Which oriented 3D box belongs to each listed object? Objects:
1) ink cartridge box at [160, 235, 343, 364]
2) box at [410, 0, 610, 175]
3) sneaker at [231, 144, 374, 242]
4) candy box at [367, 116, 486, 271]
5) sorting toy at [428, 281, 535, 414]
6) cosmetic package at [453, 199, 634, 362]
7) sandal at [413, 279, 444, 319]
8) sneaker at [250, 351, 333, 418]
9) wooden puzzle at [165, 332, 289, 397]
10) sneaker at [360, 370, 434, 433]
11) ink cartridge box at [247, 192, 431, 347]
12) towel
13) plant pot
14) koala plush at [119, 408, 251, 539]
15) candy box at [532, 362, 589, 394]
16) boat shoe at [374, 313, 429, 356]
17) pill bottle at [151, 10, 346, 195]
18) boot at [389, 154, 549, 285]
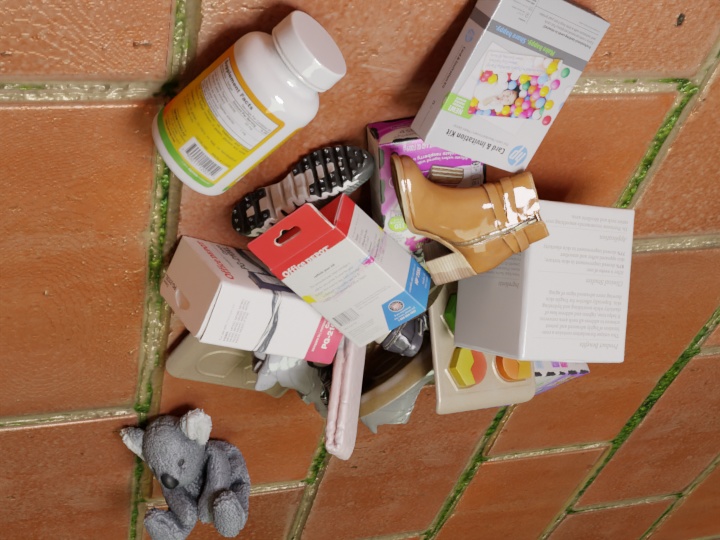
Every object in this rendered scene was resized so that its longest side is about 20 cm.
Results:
[{"bbox_3d":[-0.134,0.038,1.358,0.199,0.145,0.085,14,107,-36],"label":"ink cartridge box"},{"bbox_3d":[0.166,-0.217,1.186,0.155,0.041,0.201,13,117,-35],"label":"box"},{"bbox_3d":[-0.057,-0.088,1.303,0.199,0.067,0.090,-27,148,24],"label":"sneaker"},{"bbox_3d":[0.083,-0.088,1.308,0.135,0.061,0.201,-10,125,-9],"label":"candy box"},{"bbox_3d":[0.178,0.097,1.514,0.184,0.202,0.036,-3,180,-34],"label":"sorting toy"},{"bbox_3d":[0.238,0.012,1.395,0.166,0.202,0.166,5,-179,-27],"label":"cosmetic package"},{"bbox_3d":[0.085,-0.003,1.425,0.200,0.054,0.081,-46,146,-38],"label":"sandal"},{"bbox_3d":[-0.094,0.147,1.525,0.114,0.075,0.201,-10,137,-1],"label":"sneaker"},{"bbox_3d":[-0.158,0.106,1.550,0.199,0.047,0.185,19,132,-34],"label":"wooden puzzle"},{"bbox_3d":[0.069,0.194,1.699,0.199,0.076,0.092,-31,102,35],"label":"sneaker"},{"bbox_3d":[-0.024,-0.010,1.271,0.116,0.067,0.200,-31,118,33],"label":"ink cartridge box"},{"bbox_3d":[-0.020,0.159,1.456,0.032,0.193,0.200,5,168,6],"label":"towel"},{"bbox_3d":[0.049,0.151,1.609,0.199,0.200,0.028,-34,100,23],"label":"plant pot"},{"bbox_3d":[-0.283,0.306,1.700,0.176,0.184,0.201,-16,126,20],"label":"koala plush"},{"bbox_3d":[0.244,0.163,1.702,0.167,0.072,0.199,-29,161,32],"label":"candy box"},{"bbox_3d":[0.062,0.077,1.487,0.063,0.200,0.073,35,102,0],"label":"boat shoe"},{"bbox_3d":[-0.114,-0.177,1.114,0.200,0.112,0.111,-35,141,25],"label":"pill bottle"},{"bbox_3d":[0.127,-0.082,1.235,0.154,0.074,0.200,-22,132,8],"label":"boot"}]
